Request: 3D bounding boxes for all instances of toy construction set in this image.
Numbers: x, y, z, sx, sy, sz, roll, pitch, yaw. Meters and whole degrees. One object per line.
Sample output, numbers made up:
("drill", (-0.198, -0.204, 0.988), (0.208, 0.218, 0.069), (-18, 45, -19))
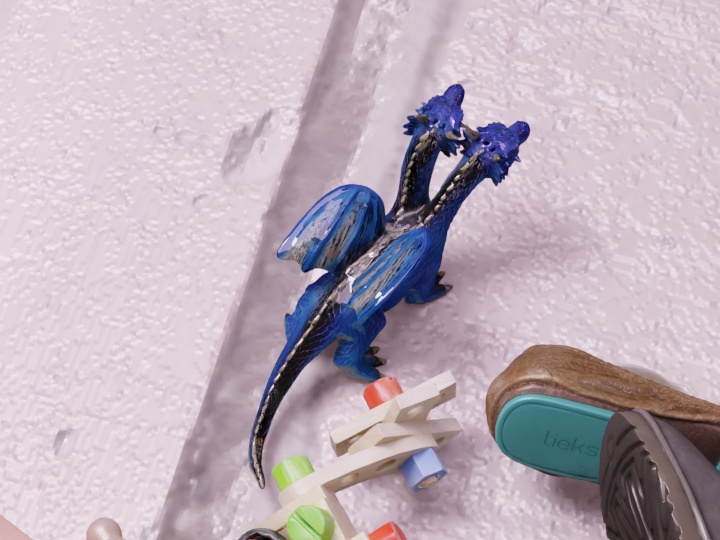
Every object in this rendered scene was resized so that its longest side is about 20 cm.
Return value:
("toy construction set", (0.024, 0.132, 0.982), (0.131, 0.092, 0.201), (-33, 55, 9))

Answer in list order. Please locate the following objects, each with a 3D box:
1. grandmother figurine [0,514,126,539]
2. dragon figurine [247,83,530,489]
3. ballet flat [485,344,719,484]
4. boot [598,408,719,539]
("grandmother figurine", (-0.135, 0.158, 0.985), (0.199, 0.061, 0.122), (30, 72, 18))
("dragon figurine", (0.000, 0.000, 1.053), (0.059, 0.100, 0.200), (37, 66, 19))
("ballet flat", (0.152, 0.080, 1.030), (0.199, 0.068, 0.072), (19, 33, 0))
("boot", (0.215, 0.119, 0.948), (0.199, 0.073, 0.182), (-11, 54, -19))
